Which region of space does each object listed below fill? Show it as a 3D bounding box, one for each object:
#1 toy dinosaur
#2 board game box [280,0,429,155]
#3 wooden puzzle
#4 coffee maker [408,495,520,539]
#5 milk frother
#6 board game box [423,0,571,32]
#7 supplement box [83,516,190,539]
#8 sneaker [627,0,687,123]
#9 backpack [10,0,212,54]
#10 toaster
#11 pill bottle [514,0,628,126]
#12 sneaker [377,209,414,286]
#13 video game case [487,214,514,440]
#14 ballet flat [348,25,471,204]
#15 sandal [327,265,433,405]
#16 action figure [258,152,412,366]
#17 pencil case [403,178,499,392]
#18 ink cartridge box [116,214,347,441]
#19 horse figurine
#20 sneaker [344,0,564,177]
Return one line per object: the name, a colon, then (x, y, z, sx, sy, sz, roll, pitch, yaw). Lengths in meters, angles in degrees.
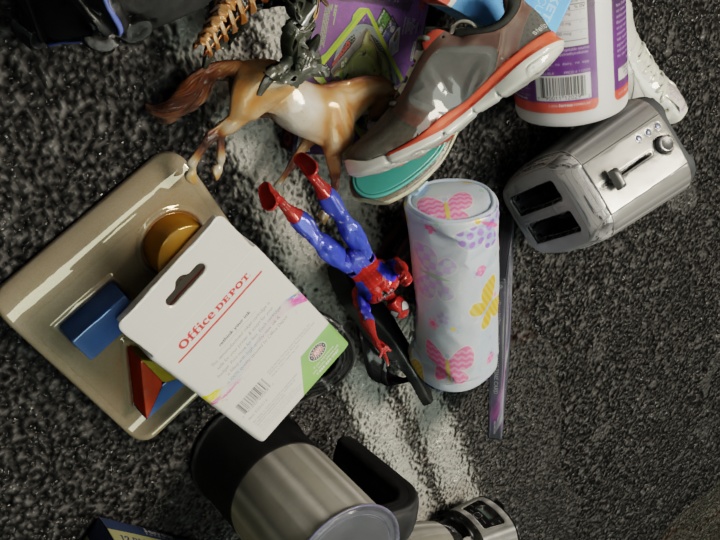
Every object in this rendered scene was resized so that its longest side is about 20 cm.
toy dinosaur: (-0.066, -0.207, 0.612, 0.200, 0.102, 0.136, -33, 159, -38)
board game box: (0.001, -0.199, 0.753, 0.119, 0.032, 0.202, -1, 113, -33)
wooden puzzle: (-0.167, 0.032, 0.725, 0.185, 0.046, 0.201, -43, 131, -13)
coffee maker: (0.078, 0.374, 1.053, 0.199, 0.135, 0.193, 1, 134, -37)
milk frother: (-0.043, 0.167, 0.794, 0.180, 0.188, 0.201, -23, 124, -29)
board game box: (0.126, -0.299, 0.710, 0.152, 0.040, 0.201, 23, 98, -14)
supplement box: (-0.195, 0.368, 0.767, 0.134, 0.200, 0.201, 33, 89, -44)
sneaker: (0.299, -0.206, 0.931, 0.075, 0.099, 0.201, -64, 147, -37)
backpack: (-0.157, -0.247, 0.504, 0.147, 0.183, 0.201, -34, 119, -25)
toaster: (0.237, -0.093, 0.909, 0.129, 0.200, 0.114, -33, 95, -16)
pill bottle: (0.193, -0.248, 0.819, 0.111, 0.111, 0.201, -25, 120, -26)
sneaker: (0.068, 0.015, 0.897, 0.115, 0.076, 0.202, -15, 117, -19)
video game case: (0.154, 0.061, 0.950, 0.143, 0.019, 0.201, -67, 158, -58)
ballet flat: (0.067, -0.132, 0.785, 0.200, 0.067, 0.062, -51, 162, -2)
sandal: (0.014, 0.069, 0.881, 0.048, 0.076, 0.201, -29, 124, 12)
action figure: (0.000, 0.000, 0.733, 0.065, 0.099, 0.200, -37, 135, 6)
pencil case: (0.085, 0.015, 0.811, 0.083, 0.090, 0.201, -32, 133, -36)
ink cartridge box: (-0.109, 0.040, 0.702, 0.117, 0.067, 0.200, -48, 137, -8)
horse figurine: (-0.065, -0.119, 0.701, 0.199, 0.050, 0.133, 16, 111, -33)
sneaker: (0.062, -0.151, 0.705, 0.199, 0.077, 0.082, -33, 91, 8)
